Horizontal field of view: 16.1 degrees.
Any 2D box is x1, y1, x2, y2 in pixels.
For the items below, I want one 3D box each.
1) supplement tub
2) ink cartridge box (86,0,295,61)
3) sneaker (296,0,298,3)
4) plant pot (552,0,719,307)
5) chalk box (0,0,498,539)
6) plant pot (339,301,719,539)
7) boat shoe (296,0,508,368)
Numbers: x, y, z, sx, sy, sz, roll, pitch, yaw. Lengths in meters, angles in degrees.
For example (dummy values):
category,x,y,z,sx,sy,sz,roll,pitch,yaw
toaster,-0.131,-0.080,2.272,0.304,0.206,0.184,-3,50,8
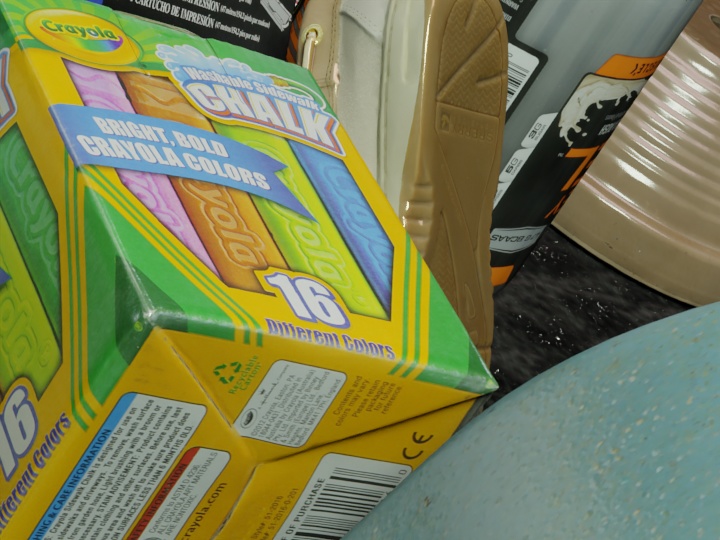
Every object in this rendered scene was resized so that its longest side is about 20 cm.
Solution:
category,x,y,z,sx,sy,sz,roll,pitch,yaw
supplement tub,0.032,-0.071,0.915,0.122,0.200,0.123,26,28,-15
ink cartridge box,-0.086,-0.127,0.816,0.044,0.094,0.200,9,-1,32
sneaker,-0.065,-0.110,1.023,0.201,0.067,0.108,21,26,-30
plant pot,0.146,-0.077,1.182,0.200,0.093,0.201,27,27,-15
chalk box,-0.073,0.003,0.757,0.124,0.125,0.200,13,32,-37
plant pot,0.099,0.124,0.619,0.196,0.200,0.196,32,20,-18
boat shoe,0.000,0.000,0.825,0.069,0.201,0.074,3,-10,34
